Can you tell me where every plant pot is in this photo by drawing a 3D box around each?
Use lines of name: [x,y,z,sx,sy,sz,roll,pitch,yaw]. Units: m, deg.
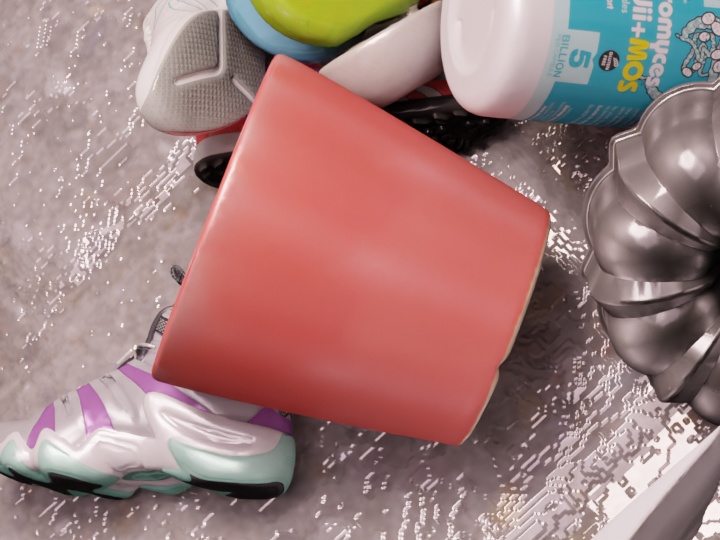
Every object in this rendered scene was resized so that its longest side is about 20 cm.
plant pot: [0.000,0.000,1.344,0.177,0.200,0.201,21,82,-2]

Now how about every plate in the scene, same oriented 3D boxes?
plate: [0.100,0.184,1.224,0.032,0.200,0.200,44,130,5]

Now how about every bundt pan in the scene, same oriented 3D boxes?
bundt pan: [0.211,-0.002,1.276,0.201,0.076,0.203,4,109,10]

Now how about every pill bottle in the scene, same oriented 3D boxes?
pill bottle: [0.153,-0.134,1.334,0.199,0.111,0.111,3,71,-20]

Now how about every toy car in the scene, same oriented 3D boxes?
toy car: [0.002,-0.191,1.426,0.200,0.150,0.175,-33,95,-30]

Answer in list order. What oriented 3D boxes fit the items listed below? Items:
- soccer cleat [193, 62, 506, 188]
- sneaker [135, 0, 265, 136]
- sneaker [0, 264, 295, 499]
soccer cleat: [-0.008,-0.099,1.456,0.199,0.068,0.073,-10,65,21]
sneaker: [-0.097,-0.136,1.464,0.080,0.071,0.200,-16,27,28]
sneaker: [-0.130,0.064,1.455,0.199,0.078,0.140,1,73,12]
